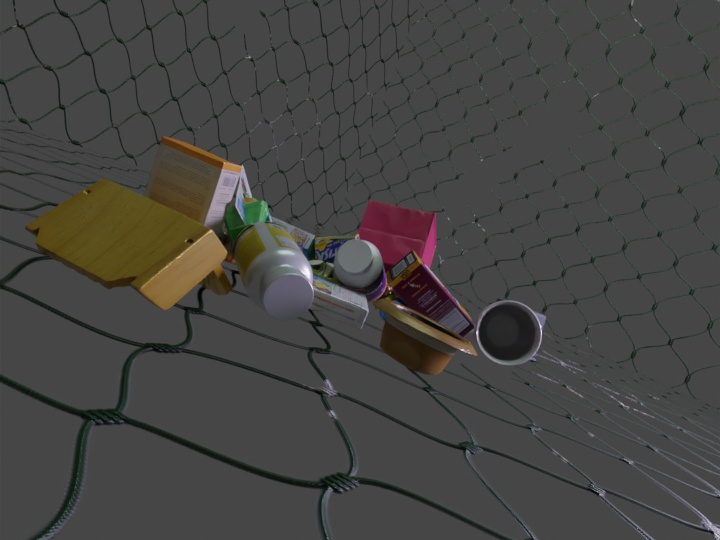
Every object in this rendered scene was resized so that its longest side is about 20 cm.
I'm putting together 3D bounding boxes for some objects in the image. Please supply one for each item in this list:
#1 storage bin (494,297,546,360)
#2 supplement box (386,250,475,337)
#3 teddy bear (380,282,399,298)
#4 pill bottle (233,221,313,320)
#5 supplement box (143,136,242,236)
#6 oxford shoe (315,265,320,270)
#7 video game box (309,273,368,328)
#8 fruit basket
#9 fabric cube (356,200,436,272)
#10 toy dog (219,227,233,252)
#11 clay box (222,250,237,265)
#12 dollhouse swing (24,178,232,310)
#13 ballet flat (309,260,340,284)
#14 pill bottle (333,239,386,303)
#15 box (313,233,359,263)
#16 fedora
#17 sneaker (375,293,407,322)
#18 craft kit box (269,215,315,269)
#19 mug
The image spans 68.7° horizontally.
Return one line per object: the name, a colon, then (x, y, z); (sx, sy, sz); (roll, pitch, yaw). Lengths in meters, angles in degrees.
storage bin: (0.439, 0.164, 1.534); (0.199, 0.135, 0.145); (19, 7, -39)
supplement box: (0.154, 0.064, 1.174); (0.200, 0.086, 0.110); (48, 9, -11)
teddy bear: (0.123, 0.078, 1.465); (0.199, 0.067, 0.145); (25, 4, 17)
pill bottle: (-0.144, 0.000, 0.880); (0.111, 0.113, 0.200); (19, 16, -29)
supplement box: (-0.303, -0.111, 0.914); (0.125, 0.201, 0.074); (24, 9, 9)
oxford shoe: (-0.046, 0.013, 1.389); (0.199, 0.073, 0.071); (25, 7, 29)
video game box: (-0.076, 0.049, 1.080); (0.181, 0.047, 0.200); (24, 5, -3)
fruit basket: (-0.207, -0.091, 1.047); (0.093, 0.186, 0.201); (-9, 33, 3)
fabric cube: (0.101, -0.056, 1.534); (0.198, 0.201, 0.197); (13, -25, 14)
toy dog: (-0.334, -0.098, 1.022); (0.199, 0.097, 0.132); (21, 29, -8)
clay box: (-0.264, -0.040, 1.182); (0.199, 0.048, 0.115); (17, 7, -38)
dollhouse swing: (-0.306, -0.002, 0.740); (0.199, 0.177, 0.182); (24, 47, 17)
ballet flat: (-0.093, 0.011, 1.259); (0.067, 0.068, 0.199); (25, 6, 33)
pill bottle: (0.000, 0.000, 1.228); (0.112, 0.113, 0.200); (23, -13, 14)
box: (-0.101, -0.053, 1.388); (0.198, 0.071, 0.064); (-4, 8, 9)
fedora: (0.097, 0.120, 0.893); (0.199, 0.082, 0.201); (27, 3, -1)
sneaker: (0.093, 0.103, 1.201); (0.079, 0.066, 0.200); (49, 8, 15)
craft kit box: (-0.204, -0.066, 1.272); (0.196, 0.049, 0.200); (21, -21, 3)
mug: (0.324, 0.151, 1.278); (0.198, 0.149, 0.175); (-8, -6, 10)
